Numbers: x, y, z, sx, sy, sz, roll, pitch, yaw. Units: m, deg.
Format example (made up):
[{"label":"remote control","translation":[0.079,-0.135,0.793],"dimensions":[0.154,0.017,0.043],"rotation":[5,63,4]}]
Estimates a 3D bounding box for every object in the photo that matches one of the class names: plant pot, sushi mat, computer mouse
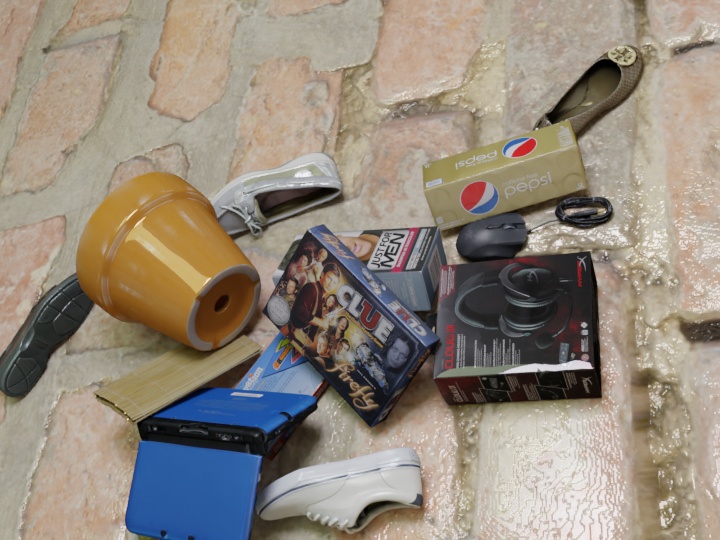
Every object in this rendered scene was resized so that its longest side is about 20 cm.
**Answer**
[{"label":"plant pot","translation":[-0.232,0.003,1.227],"dimensions":[0.182,0.201,0.201],"rotation":[34,75,29]},{"label":"sushi mat","translation":[-0.226,0.126,1.190],"dimensions":[0.199,0.012,0.095],"rotation":[-29,34,-35]},{"label":"computer mouse","translation":[0.212,-0.057,1.174],"dimensions":[0.197,0.034,0.059],"rotation":[-17,52,11]}]

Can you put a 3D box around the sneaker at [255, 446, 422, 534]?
[{"label":"sneaker","translation":[-0.025,0.253,1.047],"dimensions":[0.198,0.073,0.072],"rotation":[-19,59,15]}]

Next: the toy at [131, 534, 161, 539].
[{"label":"toy","translation":[-0.229,0.313,1.109],"dimensions":[0.113,0.047,0.202],"rotation":[1,60,23]}]

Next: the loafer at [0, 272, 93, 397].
[{"label":"loafer","translation":[-0.457,0.081,1.348],"dimensions":[0.062,0.072,0.201],"rotation":[20,70,38]}]

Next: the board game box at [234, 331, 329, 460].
[{"label":"board game box","translation":[-0.086,0.129,1.188],"dimensions":[0.102,0.020,0.201],"rotation":[29,73,34]}]

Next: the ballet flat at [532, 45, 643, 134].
[{"label":"ballet flat","translation":[0.296,-0.230,1.243],"dimensions":[0.200,0.046,0.067],"rotation":[-43,53,-8]}]

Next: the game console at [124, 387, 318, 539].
[{"label":"game console","translation":[-0.161,0.222,1.099],"dimensions":[0.198,0.120,0.170],"rotation":[-1,15,36]}]

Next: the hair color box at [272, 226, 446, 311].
[{"label":"hair color box","translation":[0.000,0.000,1.191],"dimensions":[0.197,0.061,0.099],"rotation":[-3,34,22]}]

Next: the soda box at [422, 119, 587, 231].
[{"label":"soda box","translation":[0.181,-0.119,1.198],"dimensions":[0.197,0.068,0.064],"rotation":[-15,35,14]}]

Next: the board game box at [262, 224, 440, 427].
[{"label":"board game box","translation":[-0.016,0.063,1.108],"dimensions":[0.200,0.034,0.136],"rotation":[44,122,20]}]

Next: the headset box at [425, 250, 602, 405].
[{"label":"headset box","translation":[0.170,0.068,1.083],"dimensions":[0.197,0.077,0.151],"rotation":[-4,57,19]}]

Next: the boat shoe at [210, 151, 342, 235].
[{"label":"boat shoe","translation":[-0.122,-0.098,1.320],"dimensions":[0.199,0.075,0.065],"rotation":[-21,48,1]}]
